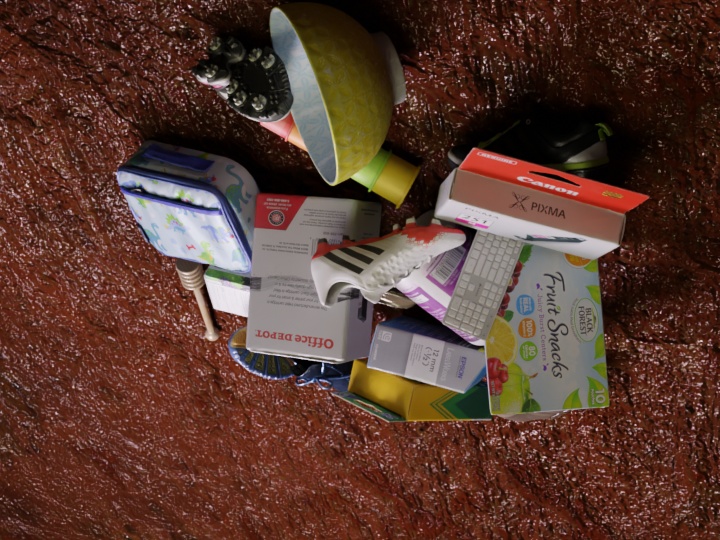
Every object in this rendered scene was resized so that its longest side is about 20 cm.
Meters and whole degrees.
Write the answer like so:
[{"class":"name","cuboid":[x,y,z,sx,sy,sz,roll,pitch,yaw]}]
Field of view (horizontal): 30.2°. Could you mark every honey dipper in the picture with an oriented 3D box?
[{"class":"honey dipper","cuboid":[-0.240,0.045,1.999,0.038,0.038,0.201,14,148,15]}]

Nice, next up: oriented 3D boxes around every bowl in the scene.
[{"class":"bowl","cuboid":[-0.014,-0.203,1.441,0.107,0.201,0.201,-21,143,-11]}]

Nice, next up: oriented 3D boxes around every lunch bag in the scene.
[{"class":"lunch bag","cuboid":[-0.216,-0.085,1.742,0.199,0.083,0.161,16,142,32]}]

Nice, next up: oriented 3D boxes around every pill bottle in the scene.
[{"class":"pill bottle","cuboid":[0.138,0.022,1.665,0.200,0.113,0.112,37,144,-17]}]

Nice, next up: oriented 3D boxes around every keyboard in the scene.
[{"class":"keyboard","cuboid":[0.156,-0.022,1.549,0.056,0.201,0.011,21,-178,-3]}]

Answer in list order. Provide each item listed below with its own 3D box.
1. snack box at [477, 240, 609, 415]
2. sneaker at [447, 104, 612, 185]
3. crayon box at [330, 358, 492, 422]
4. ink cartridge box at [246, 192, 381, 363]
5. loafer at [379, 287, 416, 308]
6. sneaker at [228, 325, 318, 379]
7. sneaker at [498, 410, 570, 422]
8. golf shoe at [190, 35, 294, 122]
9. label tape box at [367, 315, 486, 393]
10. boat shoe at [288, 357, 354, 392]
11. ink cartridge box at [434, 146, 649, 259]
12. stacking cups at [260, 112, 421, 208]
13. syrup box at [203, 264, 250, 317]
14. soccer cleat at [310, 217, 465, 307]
[{"class":"snack box","cuboid":[0.215,0.064,1.576,0.141,0.202,0.053,-5,178,5]},{"class":"sneaker","cuboid":[0.188,-0.144,1.475,0.199,0.072,0.084,6,108,32]},{"class":"crayon box","cuboid":[0.075,0.162,1.818,0.199,0.052,0.125,4,-168,-42]},{"class":"ink cartridge box","cuboid":[-0.059,0.008,1.687,0.143,0.202,0.084,6,-178,26]},{"class":"loafer","cuboid":[0.000,0.000,1.760,0.199,0.076,0.068,24,148,19]},{"class":"sneaker","cuboid":[-0.109,0.111,1.901,0.199,0.076,0.088,8,-175,-34]},{"class":"sneaker","cuboid":[0.268,0.165,1.835,0.075,0.071,0.199,22,154,-35]},{"class":"golf shoe","cuboid":[-0.112,-0.205,1.504,0.088,0.077,0.200,39,-179,-36]},{"class":"label tape box","cuboid":[0.124,0.118,1.780,0.198,0.067,0.143,16,-173,14]},{"class":"boat shoe","cuboid":[-0.076,0.120,1.825,0.200,0.069,0.084,39,145,-23]},{"class":"ink cartridge box","cuboid":[0.193,-0.069,1.454,0.198,0.044,0.174,15,170,-5]},{"class":"stacking cups","cuboid":[-0.026,-0.149,1.597,0.199,0.061,0.061,30,146,0]},{"class":"syrup box","cuboid":[-0.106,0.023,1.845,0.198,0.079,0.082,13,144,17]},{"class":"soccer cleat","cuboid":[0.033,-0.007,1.567,0.198,0.086,0.069,-10,166,23]}]
